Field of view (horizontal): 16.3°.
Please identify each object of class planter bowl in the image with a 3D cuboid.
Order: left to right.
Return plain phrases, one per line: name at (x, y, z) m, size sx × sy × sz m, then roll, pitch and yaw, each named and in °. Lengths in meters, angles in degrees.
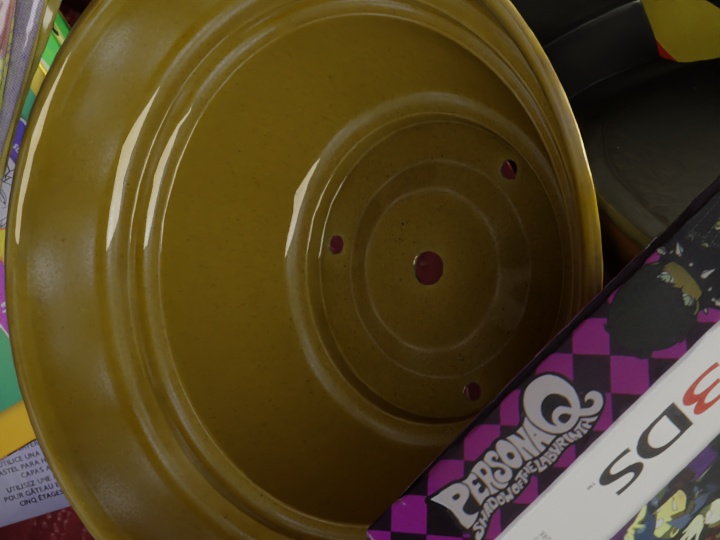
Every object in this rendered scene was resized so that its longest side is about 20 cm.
planter bowl at (0.000, 0.000, 0.704) m, size 0.200 × 0.083 × 0.201 m, roll 0°, pitch 91°, yaw 35°

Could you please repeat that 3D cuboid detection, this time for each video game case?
video game case at (0.120, 0.055, 0.649) m, size 0.181 × 0.036 × 0.200 m, roll -44°, pitch 135°, yaw 1°

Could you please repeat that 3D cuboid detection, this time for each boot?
boot at (0.102, 0.027, 0.768) m, size 0.068 × 0.188 × 0.201 m, roll -28°, pitch 124°, yaw -15°

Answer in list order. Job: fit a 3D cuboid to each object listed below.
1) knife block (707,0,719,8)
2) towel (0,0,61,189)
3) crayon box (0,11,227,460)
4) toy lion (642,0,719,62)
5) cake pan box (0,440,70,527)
knife block at (0.171, -0.060, 0.689) m, size 0.175 × 0.200 × 0.064 m, roll 9°, pitch 127°, yaw -26°
towel at (-0.191, -0.055, 0.711) m, size 0.199 × 0.023 × 0.144 m, roll 15°, pitch 112°, yaw -3°
crayon box at (-0.140, -0.040, 0.765) m, size 0.118 × 0.058 × 0.200 m, roll -29°, pitch 111°, yaw 11°
toy lion at (0.158, -0.087, 0.805) m, size 0.191 × 0.069 × 0.201 m, roll -13°, pitch 115°, yaw 13°
cake pan box at (-0.195, 0.014, 0.845) m, size 0.199 × 0.052 × 0.185 m, roll -15°, pitch 111°, yaw 5°
